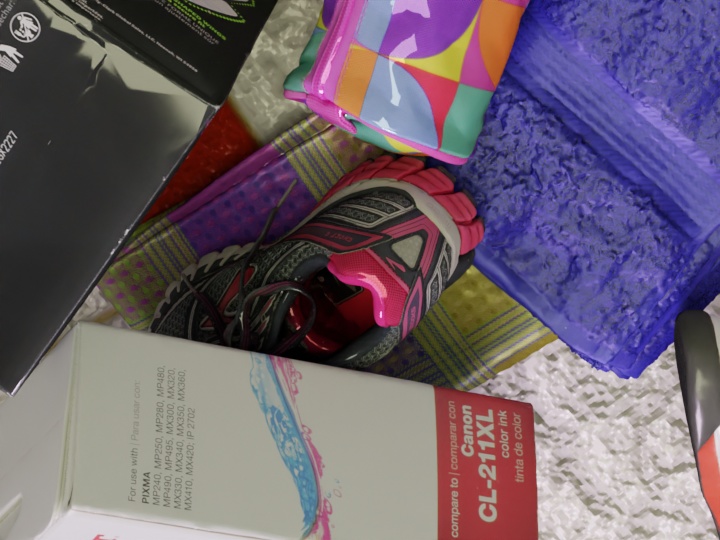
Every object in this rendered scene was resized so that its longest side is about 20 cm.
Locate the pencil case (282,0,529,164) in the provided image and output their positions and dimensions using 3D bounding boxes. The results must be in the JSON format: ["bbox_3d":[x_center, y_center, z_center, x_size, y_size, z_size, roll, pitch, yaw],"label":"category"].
[{"bbox_3d":[0.034,-0.144,1.024,0.088,0.088,0.201,17,97,0],"label":"pencil case"}]

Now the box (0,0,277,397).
[{"bbox_3d":[-0.125,-0.074,1.031,0.124,0.200,0.149,35,112,-6],"label":"box"}]

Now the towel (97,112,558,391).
[{"bbox_3d":[0.000,0.000,1.142,0.200,0.023,0.144,-32,105,18],"label":"towel"}]

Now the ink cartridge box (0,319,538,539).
[{"bbox_3d":[-0.048,0.097,1.067,0.199,0.083,0.146,12,153,-23],"label":"ink cartridge box"}]

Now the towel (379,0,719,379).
[{"bbox_3d":[0.122,-0.065,1.072,0.148,0.050,0.200,39,103,-12],"label":"towel"}]

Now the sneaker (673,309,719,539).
[{"bbox_3d":[0.199,0.085,1.111,0.108,0.067,0.202,-12,128,10],"label":"sneaker"}]

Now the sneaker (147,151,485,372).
[{"bbox_3d":[-0.037,0.023,1.087,0.081,0.075,0.200,44,131,-6],"label":"sneaker"}]
